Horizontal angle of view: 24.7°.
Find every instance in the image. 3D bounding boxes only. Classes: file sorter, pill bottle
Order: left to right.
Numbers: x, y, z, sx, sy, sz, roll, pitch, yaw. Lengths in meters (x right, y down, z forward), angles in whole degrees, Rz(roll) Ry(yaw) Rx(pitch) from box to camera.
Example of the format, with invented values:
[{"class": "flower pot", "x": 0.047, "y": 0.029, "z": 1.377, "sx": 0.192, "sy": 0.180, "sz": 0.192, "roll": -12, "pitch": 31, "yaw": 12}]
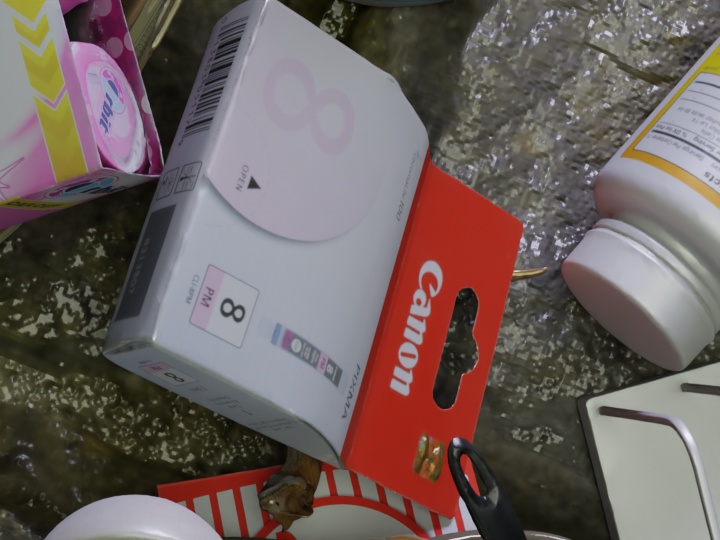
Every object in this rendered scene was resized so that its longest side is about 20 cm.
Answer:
[{"class": "pill bottle", "x": 0.191, "y": -0.050, "z": 0.805, "sx": 0.109, "sy": 0.109, "sz": 0.200, "roll": 44, "pitch": 80, "yaw": -7}, {"class": "file sorter", "x": 0.234, "y": 0.107, "z": 0.801, "sx": 0.199, "sy": 0.125, "sz": 0.139, "roll": -14, "pitch": 91, "yaw": -13}]

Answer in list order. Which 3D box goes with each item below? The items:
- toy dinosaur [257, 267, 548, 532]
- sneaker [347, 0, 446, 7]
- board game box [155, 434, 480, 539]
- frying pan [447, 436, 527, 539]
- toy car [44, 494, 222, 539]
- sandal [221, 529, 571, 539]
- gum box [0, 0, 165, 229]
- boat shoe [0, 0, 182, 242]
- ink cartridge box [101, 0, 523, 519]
[{"class": "toy dinosaur", "x": -0.008, "y": 0.038, "z": 0.789, "sx": 0.106, "sy": 0.060, "sz": 0.200, "roll": 43, "pitch": 58, "yaw": -8}, {"class": "sneaker", "x": -0.017, "y": -0.175, "z": 0.779, "sx": 0.199, "sy": 0.080, "sz": 0.072, "roll": 10, "pitch": 85, "yaw": -12}, {"class": "board game box", "x": -0.004, "y": 0.185, "z": 0.747, "sx": 0.151, "sy": 0.046, "sz": 0.200, "roll": -9, "pitch": 64, "yaw": -13}, {"class": "frying pan", "x": 0.072, "y": 0.167, "z": 0.688, "sx": 0.190, "sy": 0.031, "sz": 0.115, "roll": 39, "pitch": 75, "yaw": -20}, {"class": "toy car", "x": -0.115, "y": 0.194, "z": 0.612, "sx": 0.200, "sy": 0.175, "sz": 0.150, "roll": -17, "pitch": 128, "yaw": 15}, {"class": "sandal", "x": 0.012, "y": 0.144, "z": 0.712, "sx": 0.199, "sy": 0.054, "sz": 0.081, "roll": 4, "pitch": 62, "yaw": -8}, {"class": "gum box", "x": -0.168, "y": -0.120, "z": 0.692, "sx": 0.113, "sy": 0.066, "sz": 0.201, "roll": -17, "pitch": 86, "yaw": 17}, {"class": "boat shoe", "x": -0.140, "y": -0.083, "z": 0.754, "sx": 0.072, "sy": 0.065, "sz": 0.200, "roll": 38, "pitch": 100, "yaw": 13}, {"class": "ink cartridge box", "x": 0.000, "y": 0.000, "z": 0.723, "sx": 0.200, "sy": 0.057, "sz": 0.163, "roll": 28, "pitch": 66, "yaw": -27}]
